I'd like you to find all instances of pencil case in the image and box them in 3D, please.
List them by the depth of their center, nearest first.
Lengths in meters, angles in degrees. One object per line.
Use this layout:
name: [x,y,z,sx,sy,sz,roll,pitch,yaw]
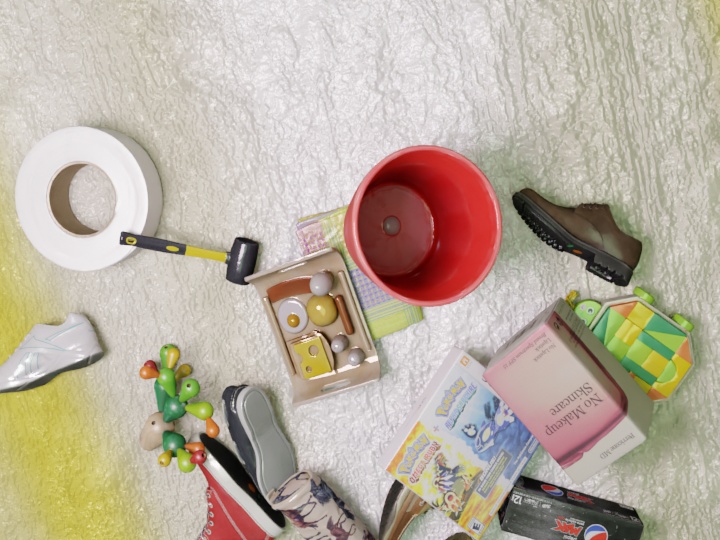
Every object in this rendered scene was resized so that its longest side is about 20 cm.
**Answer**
pencil case: [-0.048,0.380,1.230,0.089,0.078,0.201,-35,104,18]

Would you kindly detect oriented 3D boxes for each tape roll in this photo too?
tape roll: [-0.388,-0.103,1.210,0.197,0.071,0.208,1,97,4]

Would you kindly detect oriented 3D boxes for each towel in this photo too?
towel: [0.000,0.000,1.218,0.141,0.023,0.204,-20,97,6]

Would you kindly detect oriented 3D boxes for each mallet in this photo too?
mallet: [-0.243,-0.018,1.196,0.195,0.041,0.068,3,104,-18]

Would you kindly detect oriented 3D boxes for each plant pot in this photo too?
plant pot: [0.063,-0.057,1.109,0.195,0.177,0.206,0,92,-15]

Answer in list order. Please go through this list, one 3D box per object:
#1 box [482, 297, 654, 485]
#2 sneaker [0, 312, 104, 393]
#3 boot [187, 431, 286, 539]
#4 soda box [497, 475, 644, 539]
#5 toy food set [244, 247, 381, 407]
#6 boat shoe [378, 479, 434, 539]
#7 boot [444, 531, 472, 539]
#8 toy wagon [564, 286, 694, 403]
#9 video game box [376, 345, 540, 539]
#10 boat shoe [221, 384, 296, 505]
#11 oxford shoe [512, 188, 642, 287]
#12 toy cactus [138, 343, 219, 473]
box: [0.284,0.163,1.148,0.201,0.109,0.128,48,119,4]
sneaker: [-0.481,0.128,1.259,0.196,0.070,0.082,-23,81,4]
boot: [-0.225,0.354,1.262,0.143,0.072,0.201,-37,97,10]
soda box: [0.303,0.362,1.222,0.195,0.063,0.072,16,100,3]
toy food set: [-0.068,0.082,1.197,0.141,0.060,0.204,-18,96,14]
boat shoe: [0.088,0.321,1.230,0.072,0.076,0.204,23,99,-4]
boot: [0.178,0.487,1.230,0.199,0.066,0.176,40,135,1]
toy wagon: [0.371,0.102,1.193,0.198,0.040,0.157,34,99,-1]
video game box: [0.149,0.243,1.185,0.181,0.047,0.202,37,82,-11]
boat shoe: [-0.151,0.259,1.248,0.059,0.075,0.205,2,111,42]
oxford shoe: [0.302,-0.065,1.169,0.198,0.073,0.085,32,83,-2]
toy cactus: [-0.283,0.214,1.221,0.165,0.101,0.203,-47,60,36]
